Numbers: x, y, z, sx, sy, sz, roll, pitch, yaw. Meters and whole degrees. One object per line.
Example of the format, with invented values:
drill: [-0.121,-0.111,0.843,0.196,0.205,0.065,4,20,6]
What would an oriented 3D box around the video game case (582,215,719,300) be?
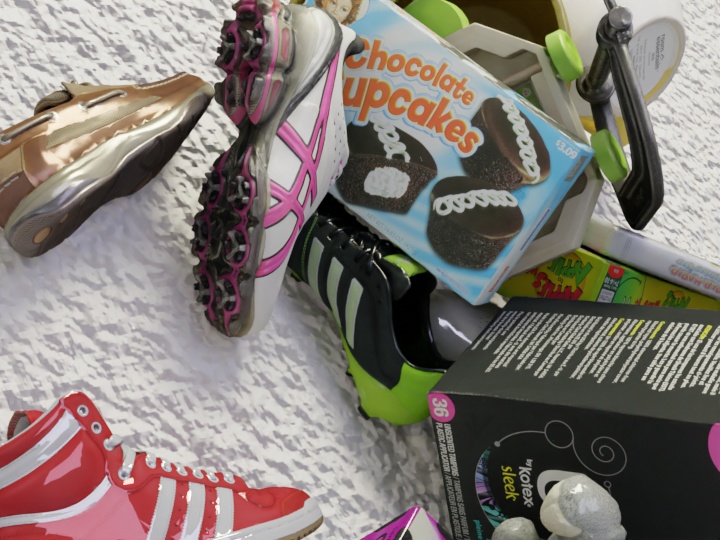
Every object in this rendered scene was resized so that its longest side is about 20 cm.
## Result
video game case: [0.225,-0.003,1.150,0.182,0.023,0.200,20,4,-12]

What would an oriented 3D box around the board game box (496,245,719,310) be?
board game box: [0.165,0.014,1.121,0.102,0.048,0.200,26,7,36]

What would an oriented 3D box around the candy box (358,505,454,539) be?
candy box: [-0.042,0.201,0.724,0.061,0.200,0.136,46,38,-7]

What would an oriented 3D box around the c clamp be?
c clamp: [0.164,-0.113,1.036,0.200,0.027,0.171,72,1,-76]

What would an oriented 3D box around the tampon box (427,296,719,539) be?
tampon box: [0.164,0.112,0.959,0.126,0.200,0.150,-44,130,-49]

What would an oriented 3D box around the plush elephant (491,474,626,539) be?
plush elephant: [0.077,0.228,0.870,0.155,0.200,0.165,-24,76,-27]

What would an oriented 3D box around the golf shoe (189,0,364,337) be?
golf shoe: [-0.043,-0.057,0.961,0.092,0.073,0.200,8,94,-34]

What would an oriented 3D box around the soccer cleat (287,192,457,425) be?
soccer cleat: [0.000,0.000,1.017,0.067,0.081,0.200,-14,69,-49]

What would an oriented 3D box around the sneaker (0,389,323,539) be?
sneaker: [-0.110,0.111,0.832,0.200,0.071,0.113,-10,71,-45]

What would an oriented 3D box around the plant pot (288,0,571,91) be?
plant pot: [0.062,-0.141,1.125,0.200,0.200,0.142,58,19,9]

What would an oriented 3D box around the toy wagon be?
toy wagon: [0.071,-0.094,1.027,0.200,0.155,0.040,68,20,7]

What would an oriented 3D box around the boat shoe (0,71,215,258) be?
boat shoe: [-0.152,-0.080,0.940,0.072,0.076,0.200,43,33,2]

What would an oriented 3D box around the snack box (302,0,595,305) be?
snack box: [0.030,-0.085,1.002,0.200,0.116,0.037,38,14,17]

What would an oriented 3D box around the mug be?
mug: [0.173,-0.186,1.240,0.186,0.150,0.153,15,21,-50]

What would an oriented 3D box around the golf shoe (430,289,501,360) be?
golf shoe: [0.125,0.059,1.088,0.200,0.092,0.075,30,45,-22]
